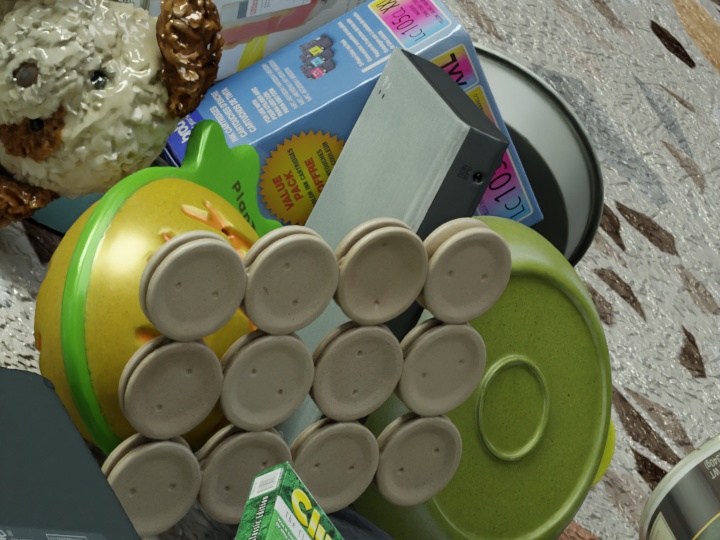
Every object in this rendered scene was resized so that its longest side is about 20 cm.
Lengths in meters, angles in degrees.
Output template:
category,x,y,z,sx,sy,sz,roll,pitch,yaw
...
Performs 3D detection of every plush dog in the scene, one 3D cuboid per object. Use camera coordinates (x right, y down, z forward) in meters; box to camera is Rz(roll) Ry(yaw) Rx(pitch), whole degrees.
category,x,y,z,sx,sy,sz,roll,pitch,yaw
plush dog,-0.161,-0.114,1.379,0.172,0.200,0.160,57,15,7

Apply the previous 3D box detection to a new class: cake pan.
category,x,y,z,sx,sy,sz,roll,pitch,yaw
cake pan,0.040,-0.046,1.622,0.200,0.200,0.037,40,40,-15

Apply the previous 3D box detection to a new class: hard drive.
category,x,y,z,sx,sy,sz,roll,pitch,yaw
hard drive,-0.139,0.120,1.166,0.139,0.033,0.200,13,39,-55
hard drive,0.000,0.000,1.394,0.033,0.201,0.140,22,13,-20

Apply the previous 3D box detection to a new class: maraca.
category,x,y,z,sx,sy,sz,roll,pitch,yaw
maraca,-0.087,0.011,1.346,0.200,0.106,0.138,-53,134,-50

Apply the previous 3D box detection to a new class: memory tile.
category,x,y,z,sx,sy,sz,roll,pitch,yaw
memory tile,-0.025,0.047,1.301,0.199,0.154,0.017,-3,27,-33

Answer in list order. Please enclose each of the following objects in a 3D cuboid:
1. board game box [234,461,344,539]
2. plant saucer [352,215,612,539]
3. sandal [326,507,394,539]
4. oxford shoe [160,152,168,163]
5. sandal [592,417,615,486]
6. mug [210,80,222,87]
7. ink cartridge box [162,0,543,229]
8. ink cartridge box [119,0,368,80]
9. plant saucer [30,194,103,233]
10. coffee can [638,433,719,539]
category,x,y,z,sx,sy,sz,roll,pitch,yaw
board game box,0.004,0.191,1.251,0.200,0.023,0.105,56,28,-22
plant saucer,0.071,0.072,1.484,0.031,0.201,0.200,5,-16,46
sandal,-0.035,0.158,1.316,0.076,0.043,0.200,38,24,7
oxford shoe,-0.135,-0.138,1.602,0.200,0.058,0.075,51,-23,17
sandal,0.045,0.068,1.600,0.200,0.080,0.087,35,-15,-8
mug,-0.058,-0.166,1.737,0.199,0.148,0.175,24,-10,34
ink cartridge box,-0.020,-0.046,1.498,0.137,0.199,0.076,64,-4,-34
ink cartridge box,-0.084,-0.178,1.527,0.199,0.084,0.145,-16,45,-39
plant saucer,-0.183,-0.102,1.507,0.200,0.036,0.200,39,21,-18
coffee can,0.270,0.204,1.651,0.146,0.146,0.200,23,30,-45
